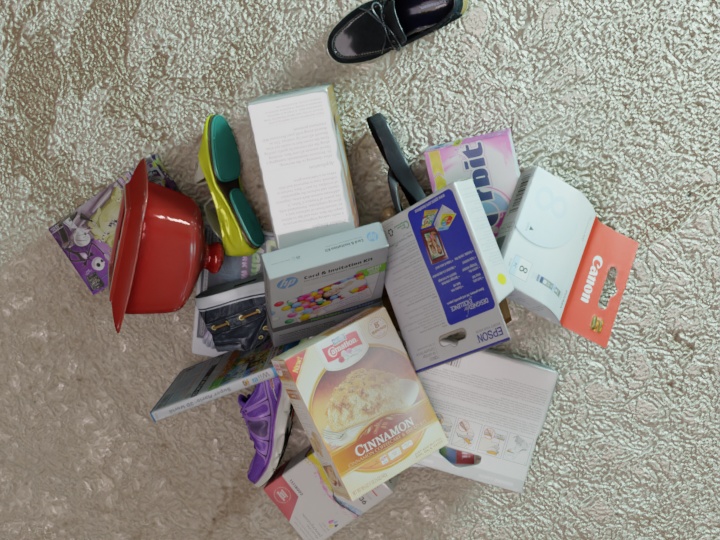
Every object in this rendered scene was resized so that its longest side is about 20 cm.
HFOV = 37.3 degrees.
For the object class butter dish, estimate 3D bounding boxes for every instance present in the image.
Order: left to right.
[{"bbox_3d":[-0.259,-0.027,1.448,0.147,0.200,0.200,11,107,-17],"label":"butter dish"}]

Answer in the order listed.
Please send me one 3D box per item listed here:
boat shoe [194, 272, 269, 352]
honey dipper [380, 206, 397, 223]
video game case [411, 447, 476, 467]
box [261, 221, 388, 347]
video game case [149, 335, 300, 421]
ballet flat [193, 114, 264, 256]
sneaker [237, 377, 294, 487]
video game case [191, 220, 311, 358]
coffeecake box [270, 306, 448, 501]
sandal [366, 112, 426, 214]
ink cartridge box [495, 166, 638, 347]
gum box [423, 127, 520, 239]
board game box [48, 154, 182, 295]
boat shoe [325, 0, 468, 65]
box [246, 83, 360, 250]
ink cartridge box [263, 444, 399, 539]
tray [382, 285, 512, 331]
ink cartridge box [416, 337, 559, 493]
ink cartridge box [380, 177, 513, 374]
[{"bbox_3d":[-0.128,0.051,1.489,0.200,0.071,0.091,-15,105,20],"label":"boat shoe"},{"bbox_3d":[0.000,0.000,1.489,0.038,0.038,0.200,31,104,2],"label":"honey dipper"},{"bbox_3d":[0.064,0.204,1.494,0.199,0.017,0.144,2,90,-4],"label":"video game case"},{"bbox_3d":[-0.047,0.022,1.380,0.155,0.200,0.041,-16,62,-12],"label":"box"},{"bbox_3d":[-0.182,0.141,1.479,0.199,0.143,0.018,-22,104,16],"label":"video game case"},{"bbox_3d":[-0.194,-0.113,1.477,0.067,0.067,0.201,-18,91,29],"label":"ballet flat"},{"bbox_3d":[-0.140,0.215,1.541,0.083,0.081,0.201,12,106,4],"label":"sneaker"},{"bbox_3d":[-0.148,0.039,1.532,0.181,0.023,0.201,9,105,8],"label":"video game case"},{"bbox_3d":[-0.001,0.170,1.382,0.153,0.073,0.201,-27,95,-19],"label":"coffeecake box"},{"bbox_3d":[0.052,-0.112,1.429,0.043,0.076,0.201,-27,87,-4],"label":"sandal"},{"bbox_3d":[0.267,-0.014,1.355,0.200,0.047,0.161,27,72,-16],"label":"ink cartridge box"},{"bbox_3d":[0.164,-0.077,1.419,0.113,0.066,0.201,-12,101,13],"label":"gum box"},{"bbox_3d":[-0.342,-0.065,1.544,0.200,0.032,0.120,-32,100,16],"label":"board game box"},{"bbox_3d":[0.043,-0.323,1.385,0.199,0.062,0.075,-18,102,16],"label":"boat shoe"},{"bbox_3d":[-0.071,-0.136,1.400,0.106,0.152,0.201,-11,102,3],"label":"box"},{"bbox_3d":[-0.027,0.296,1.548,0.200,0.068,0.117,-38,94,17],"label":"ink cartridge box"},{"bbox_3d":[0.103,0.029,1.416,0.200,0.037,0.099,-5,106,50],"label":"tray"},{"bbox_3d":[0.151,0.193,1.468,0.199,0.045,0.177,16,94,-3],"label":"ink cartridge box"},{"bbox_3d":[0.103,0.011,1.335,0.197,0.047,0.201,-27,82,52],"label":"ink cartridge box"}]
